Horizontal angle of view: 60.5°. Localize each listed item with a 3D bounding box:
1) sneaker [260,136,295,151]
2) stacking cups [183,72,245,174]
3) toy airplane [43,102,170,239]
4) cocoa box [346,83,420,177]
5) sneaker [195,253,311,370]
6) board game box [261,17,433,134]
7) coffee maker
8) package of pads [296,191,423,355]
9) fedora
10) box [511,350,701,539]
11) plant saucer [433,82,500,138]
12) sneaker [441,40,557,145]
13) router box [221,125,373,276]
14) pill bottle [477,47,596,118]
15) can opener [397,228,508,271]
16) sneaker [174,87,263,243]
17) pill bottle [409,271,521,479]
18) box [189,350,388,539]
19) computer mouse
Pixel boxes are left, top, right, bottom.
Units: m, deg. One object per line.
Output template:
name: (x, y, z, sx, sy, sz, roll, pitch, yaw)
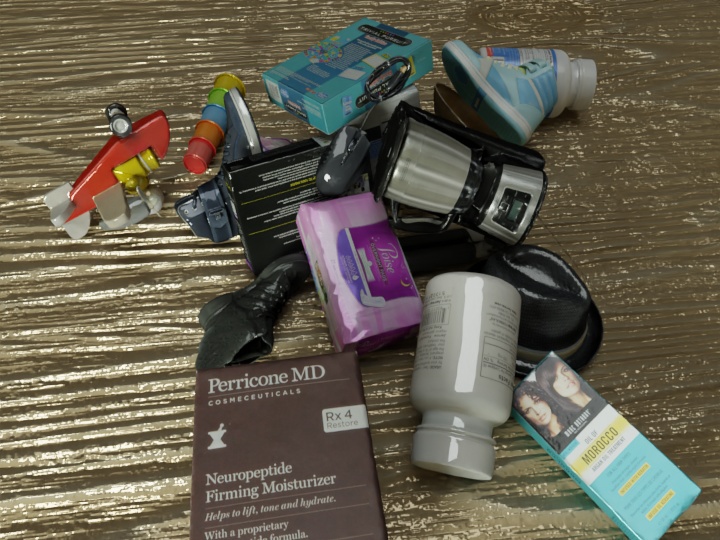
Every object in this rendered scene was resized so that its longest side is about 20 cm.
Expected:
sneaker: (-0.105, -0.161, 0.956, 0.195, 0.082, 0.089, 19, 42, 15)
stacking cups: (-0.248, -0.248, 1.032, 0.059, 0.061, 0.203, 8, 51, 6)
toy airplane: (-0.354, -0.120, 0.896, 0.196, 0.141, 0.204, -17, 50, 37)
cocoa box: (0.007, -0.247, 0.965, 0.130, 0.133, 0.202, -18, 44, -5)
sneaker: (-0.128, 0.065, 0.781, 0.197, 0.061, 0.105, -30, 55, -16)
board game box: (-0.017, -0.281, 0.874, 0.198, 0.048, 0.150, -36, 48, -21)
coffee maker: (0.124, -0.134, 0.786, 0.195, 0.136, 0.195, 19, 47, -7)
package of pads: (0.000, 0.000, 0.790, 0.117, 0.076, 0.204, -13, 68, -17)
fedora: (0.218, 0.034, 0.783, 0.194, 0.093, 0.204, 0, 51, 0)
box: (0.254, 0.190, 0.669, 0.082, 0.049, 0.200, -41, 60, -6)
plant saucer: (0.180, -0.213, 0.970, 0.198, 0.036, 0.202, 33, 28, -20)
sneaker: (0.229, -0.310, 0.979, 0.130, 0.080, 0.201, -42, 91, -6)
router box: (-0.076, -0.097, 0.849, 0.195, 0.153, 0.051, -19, 30, -16)
pill bottle: (0.296, -0.322, 1.065, 0.194, 0.114, 0.114, 3, 50, 0)
can opener: (0.143, -0.046, 0.865, 0.195, 0.068, 0.054, -9, 49, -16)
sneaker: (-0.202, -0.141, 0.872, 0.142, 0.208, 0.077, -14, 15, -7)
pill bottle: (0.113, 0.116, 0.681, 0.111, 0.115, 0.205, 9, 69, 7)
box: (-0.067, 0.214, 0.586, 0.161, 0.166, 0.204, -6, 50, -6)
computer mouse: (0.005, -0.183, 0.787, 0.058, 0.203, 0.034, 29, 7, -11)
